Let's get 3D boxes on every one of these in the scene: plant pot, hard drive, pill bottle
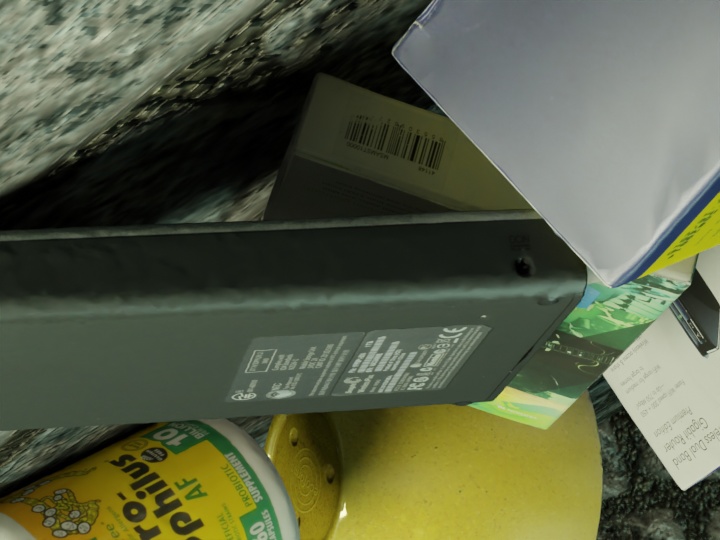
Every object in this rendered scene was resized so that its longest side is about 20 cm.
[{"bbox_3d":[0.026,0.121,1.287,0.142,0.200,0.200,4,151,-29],"label":"plant pot"},{"bbox_3d":[-0.039,0.019,0.733,0.200,0.033,0.140,-3,162,-12],"label":"hard drive"},{"bbox_3d":[-0.136,0.154,1.075,0.200,0.113,0.113,-24,167,-37],"label":"pill bottle"}]

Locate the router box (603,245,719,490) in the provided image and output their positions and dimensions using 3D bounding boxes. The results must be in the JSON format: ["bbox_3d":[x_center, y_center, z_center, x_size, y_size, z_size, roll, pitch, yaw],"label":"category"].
[{"bbox_3d":[0.144,-0.017,0.943,0.049,0.180,0.200,-29,168,-24],"label":"router box"}]

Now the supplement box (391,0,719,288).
[{"bbox_3d":[0.124,-0.085,0.729,0.200,0.110,0.109,-18,152,-54],"label":"supplement box"}]

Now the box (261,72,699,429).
[{"bbox_3d":[0.032,0.000,0.828,0.200,0.144,0.036,117,-9,-70],"label":"box"}]
